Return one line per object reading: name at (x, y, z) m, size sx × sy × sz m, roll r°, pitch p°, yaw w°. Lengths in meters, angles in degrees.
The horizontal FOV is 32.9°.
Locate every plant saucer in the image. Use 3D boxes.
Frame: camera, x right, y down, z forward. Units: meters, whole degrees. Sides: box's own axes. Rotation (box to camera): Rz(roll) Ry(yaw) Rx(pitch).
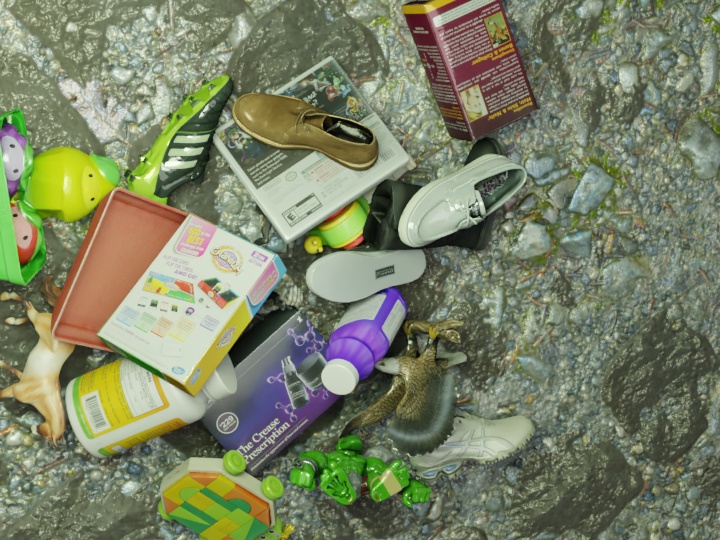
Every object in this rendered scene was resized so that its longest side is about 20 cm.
plant saucer at (-0.297, 0.004, 1.547) m, size 0.200 × 0.037 × 0.200 m, roll 22°, pitch 91°, yaw -59°

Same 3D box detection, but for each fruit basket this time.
fruit basket at (-0.399, -0.095, 1.486) m, size 0.215 × 0.156 × 0.216 m, roll -1°, pitch 104°, yaw -2°

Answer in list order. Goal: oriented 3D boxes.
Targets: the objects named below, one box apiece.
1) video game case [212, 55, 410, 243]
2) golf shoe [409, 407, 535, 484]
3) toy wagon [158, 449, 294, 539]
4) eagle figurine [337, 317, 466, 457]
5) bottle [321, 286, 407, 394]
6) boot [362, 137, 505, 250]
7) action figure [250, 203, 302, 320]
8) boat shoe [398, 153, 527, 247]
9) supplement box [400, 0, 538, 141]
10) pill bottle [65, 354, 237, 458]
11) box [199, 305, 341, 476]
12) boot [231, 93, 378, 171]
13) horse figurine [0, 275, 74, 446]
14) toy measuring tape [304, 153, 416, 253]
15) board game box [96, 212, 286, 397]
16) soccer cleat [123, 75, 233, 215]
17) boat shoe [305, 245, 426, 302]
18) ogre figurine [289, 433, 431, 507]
video game case at (-0.067, -0.161, 1.603) m, size 0.200 × 0.023 × 0.182 m, roll -34°, pitch 79°, yaw -10°
golf shoe at (0.163, 0.239, 1.798) m, size 0.200 × 0.078 × 0.097 m, roll -18°, pitch 101°, yaw -17°
toy wagon at (-0.174, 0.325, 1.663) m, size 0.200 × 0.040 × 0.155 m, roll 38°, pitch 123°, yaw -23°
eagle figurine at (0.064, 0.163, 1.703) m, size 0.151 × 0.152 × 0.200 m, roll 15°, pitch 79°, yaw 1°
bottle at (0.001, 0.093, 1.639) m, size 0.083 × 0.200 × 0.065 m, roll -23°, pitch 109°, yaw 28°
boot at (0.103, -0.108, 1.674) m, size 0.200 × 0.066 × 0.165 m, roll 2°, pitch 99°, yaw -36°
action figure at (-0.137, 0.001, 1.619) m, size 0.119 × 0.102 × 0.200 m, roll 29°, pitch 88°, yaw -31°
boat shoe at (0.139, -0.094, 1.618) m, size 0.201 × 0.071 × 0.070 m, roll -35°, pitch 120°, yaw -25°
supplement box at (0.150, -0.291, 1.669) m, size 0.110 × 0.086 × 0.200 m, roll -27°, pitch 109°, yaw -14°
pill bottle at (-0.265, 0.156, 1.564) m, size 0.200 × 0.111 × 0.111 m, roll -22°, pitch 110°, yaw 9°
box at (-0.126, 0.160, 1.671) m, size 0.200 × 0.079 × 0.141 m, roll -42°, pitch 109°, yaw -7°
boot at (-0.070, -0.191, 1.562) m, size 0.200 × 0.075 × 0.074 m, roll 18°, pitch 77°, yaw 4°
horse figurine at (-0.408, 0.105, 1.532) m, size 0.132 × 0.050 × 0.200 m, roll 16°, pitch 84°, yaw 19°
toy measuring tape at (0.005, -0.088, 1.669) m, size 0.200 × 0.074 × 0.074 m, roll -39°, pitch 112°, yaw -8°
board game box at (-0.210, 0.040, 1.522) m, size 0.200 × 0.153 × 0.040 m, roll -54°, pitch 150°, yaw -17°
soccer cleat at (-0.221, -0.163, 1.575) m, size 0.081 × 0.068 × 0.200 m, roll 37°, pitch 94°, yaw -29°
boat shoe at (0.000, 0.000, 1.661) m, size 0.200 × 0.057 × 0.069 m, roll -9°, pitch 104°, yaw -38°
ogre figurine at (-0.014, 0.288, 1.716) m, size 0.200 × 0.120 × 0.098 m, roll -10°, pitch 101°, yaw -20°
